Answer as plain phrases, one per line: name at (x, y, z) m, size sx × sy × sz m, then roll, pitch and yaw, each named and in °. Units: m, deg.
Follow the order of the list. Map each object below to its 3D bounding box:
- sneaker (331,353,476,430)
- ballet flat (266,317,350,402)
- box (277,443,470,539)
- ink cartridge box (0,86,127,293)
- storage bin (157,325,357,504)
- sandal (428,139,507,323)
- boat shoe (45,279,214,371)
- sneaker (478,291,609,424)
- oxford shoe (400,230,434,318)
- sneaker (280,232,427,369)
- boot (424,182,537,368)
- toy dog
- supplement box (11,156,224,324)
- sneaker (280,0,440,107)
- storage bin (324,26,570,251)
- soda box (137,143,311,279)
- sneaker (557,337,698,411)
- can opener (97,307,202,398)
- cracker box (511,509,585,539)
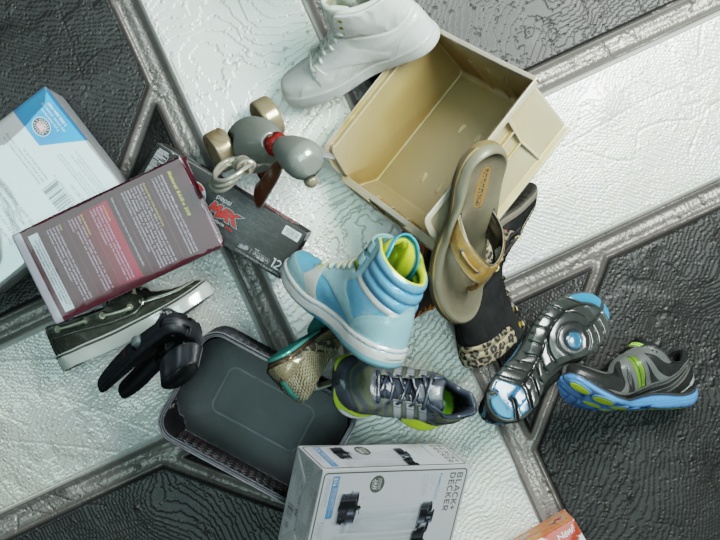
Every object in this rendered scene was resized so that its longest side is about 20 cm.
sneaker at (0.049, 0.131, 1.278) m, size 0.199 × 0.081 × 0.074 m, roll 15°, pitch 70°, yaw -42°
ballet flat at (-0.035, 0.083, 1.289) m, size 0.068 × 0.200 × 0.075 m, roll -25°, pitch 104°, yaw 36°
box at (0.017, 0.256, 1.283) m, size 0.199 × 0.060 × 0.117 m, roll 6°, pitch 103°, yaw -34°
ink cartridge box at (-0.383, -0.087, 1.315) m, size 0.200 × 0.084 × 0.145 m, roll -38°, pitch 93°, yaw 0°
storage bin at (-0.114, 0.164, 1.321) m, size 0.199 × 0.094 × 0.136 m, roll 28°, pitch 91°, yaw 0°
sandal at (0.119, -0.031, 1.169) m, size 0.054 × 0.080 × 0.201 m, roll 31°, pitch 121°, yaw 38°
boat shoe at (-0.267, 0.048, 1.327) m, size 0.199 × 0.071 × 0.064 m, roll -25°, pitch 92°, yaw 1°
sneaker at (0.206, 0.100, 1.338) m, size 0.200 × 0.082 × 0.073 m, roll -41°, pitch 84°, yaw -19°
oxford shoe at (0.063, 0.027, 1.295) m, size 0.073 × 0.071 × 0.201 m, roll 38°, pitch 56°, yaw -20°
sneaker at (0.000, 0.000, 1.216) m, size 0.200 × 0.079 × 0.131 m, roll 39°, pitch 114°, yaw 39°
boot at (0.151, 0.002, 1.321) m, size 0.073 × 0.200 × 0.151 m, roll 5°, pitch 127°, yaw 34°
toy dog at (-0.097, -0.117, 1.281) m, size 0.131 × 0.200 × 0.097 m, roll -25°, pitch 120°, yaw 2°
supplement box at (-0.260, -0.035, 1.255) m, size 0.199 × 0.061 × 0.109 m, roll -24°, pitch 99°, yaw 0°
sneaker at (-0.026, -0.260, 1.276) m, size 0.199 × 0.116 × 0.074 m, roll -22°, pitch 51°, yaw 24°
storage bin at (0.087, -0.140, 1.260) m, size 0.199 × 0.200 × 0.094 m, roll -51°, pitch 135°, yaw 0°
soda box at (-0.157, -0.069, 1.324) m, size 0.199 × 0.071 × 0.064 m, roll 32°, pitch 94°, yaw -1°
sneaker at (0.301, 0.118, 1.316) m, size 0.199 × 0.071 × 0.083 m, roll 3°, pitch 80°, yaw -31°
can opener at (-0.239, 0.099, 1.282) m, size 0.063 × 0.200 × 0.079 m, roll 32°, pitch 52°, yaw -27°
cracker box at (0.235, 0.401, 1.347) m, size 0.134 × 0.058 × 0.201 m, roll -30°, pitch 91°, yaw -1°
